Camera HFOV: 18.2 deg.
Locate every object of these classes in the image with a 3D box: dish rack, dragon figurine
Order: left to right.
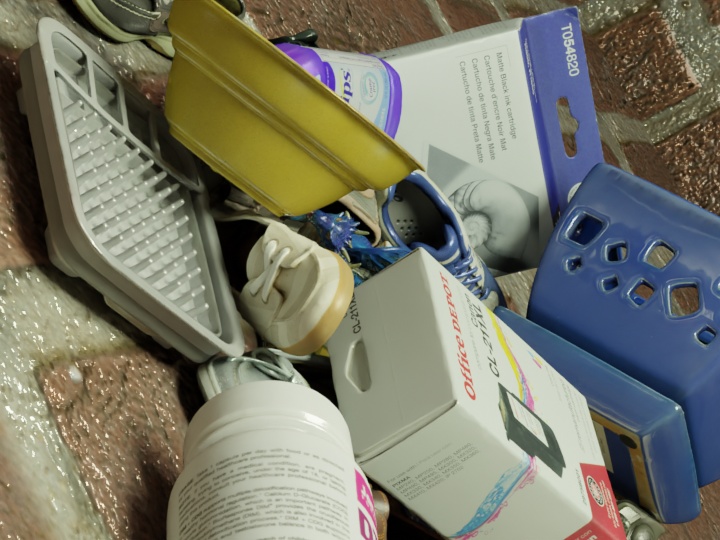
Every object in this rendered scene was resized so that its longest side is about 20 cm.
[{"bbox_3d":[-0.146,-0.042,1.357,0.172,0.044,0.200,43,22,-46],"label":"dish rack"},{"bbox_3d":[0.000,0.000,1.529,0.099,0.059,0.200,33,1,38],"label":"dragon figurine"}]

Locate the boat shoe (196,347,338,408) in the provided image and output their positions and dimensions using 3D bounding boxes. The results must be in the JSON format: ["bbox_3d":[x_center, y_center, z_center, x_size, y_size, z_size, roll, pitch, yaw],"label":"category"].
[{"bbox_3d":[-0.040,0.080,1.416,0.074,0.065,0.202,65,17,18],"label":"boat shoe"}]

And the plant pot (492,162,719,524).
[{"bbox_3d":[0.219,0.067,1.738,0.200,0.180,0.200,31,-22,30],"label":"plant pot"}]

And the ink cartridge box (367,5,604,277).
[{"bbox_3d":[0.096,-0.091,1.772,0.041,0.200,0.200,-118,-166,-69],"label":"ink cartridge box"}]

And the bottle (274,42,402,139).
[{"bbox_3d":[-0.048,-0.120,1.603,0.200,0.065,0.084,1,101,-56],"label":"bottle"}]

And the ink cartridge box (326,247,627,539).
[{"bbox_3d":[0.074,0.102,1.449,0.200,0.083,0.146,42,25,-38],"label":"ink cartridge box"}]

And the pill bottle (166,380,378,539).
[{"bbox_3d":[-0.046,0.155,1.184,0.113,0.113,0.200,49,19,-31],"label":"pill bottle"}]

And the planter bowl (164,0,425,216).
[{"bbox_3d":[-0.062,-0.093,1.421,0.200,0.083,0.200,38,2,-1],"label":"planter bowl"}]

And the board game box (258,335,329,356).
[{"bbox_3d":[-0.046,0.017,1.589,0.105,0.023,0.200,46,21,-42],"label":"board game box"}]

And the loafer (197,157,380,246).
[{"bbox_3d":[-0.052,-0.053,1.553,0.200,0.072,0.063,7,53,-52],"label":"loafer"}]

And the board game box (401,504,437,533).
[{"bbox_3d":[0.065,0.160,1.639,0.200,0.035,0.135,64,17,17],"label":"board game box"}]

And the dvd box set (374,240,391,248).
[{"bbox_3d":[0.050,0.078,1.615,0.146,0.029,0.200,51,17,-18],"label":"dvd box set"}]

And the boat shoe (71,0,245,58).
[{"bbox_3d":[-0.145,-0.199,1.593,0.072,0.066,0.201,64,17,16],"label":"boat shoe"}]

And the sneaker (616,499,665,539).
[{"bbox_3d":[0.181,0.247,1.692,0.076,0.114,0.200,40,27,-44],"label":"sneaker"}]

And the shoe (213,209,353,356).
[{"bbox_3d":[-0.062,0.003,1.409,0.053,0.070,0.200,26,2,-24],"label":"shoe"}]

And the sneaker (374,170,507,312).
[{"bbox_3d":[0.055,-0.007,1.722,0.200,0.075,0.088,53,-5,-23],"label":"sneaker"}]

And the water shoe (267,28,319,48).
[{"bbox_3d":[-0.074,-0.147,1.687,0.072,0.079,0.200,57,17,-7],"label":"water shoe"}]

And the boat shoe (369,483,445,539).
[{"bbox_3d":[-0.012,0.152,1.367,0.200,0.070,0.070,37,33,-49],"label":"boat shoe"}]
